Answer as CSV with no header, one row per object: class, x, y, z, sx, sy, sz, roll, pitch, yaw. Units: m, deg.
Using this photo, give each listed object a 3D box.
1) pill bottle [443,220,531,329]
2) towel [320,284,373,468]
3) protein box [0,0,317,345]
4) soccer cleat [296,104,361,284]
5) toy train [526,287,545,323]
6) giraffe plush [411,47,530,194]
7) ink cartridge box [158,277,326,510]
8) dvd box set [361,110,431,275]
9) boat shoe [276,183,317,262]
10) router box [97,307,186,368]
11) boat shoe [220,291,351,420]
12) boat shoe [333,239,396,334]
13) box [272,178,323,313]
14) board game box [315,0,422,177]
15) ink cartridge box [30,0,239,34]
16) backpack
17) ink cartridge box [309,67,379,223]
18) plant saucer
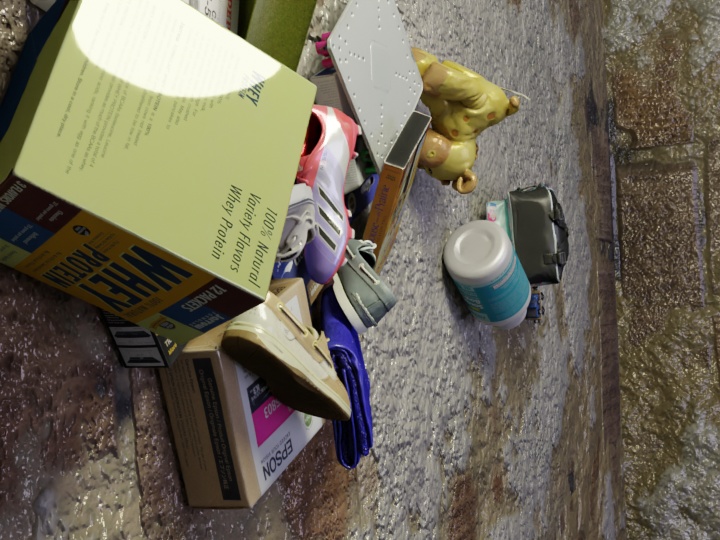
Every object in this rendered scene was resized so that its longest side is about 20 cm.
pill bottle,0.213,0.016,1.818,0.200,0.110,0.112,56,39,-49
towel,-0.014,0.113,1.273,0.200,0.049,0.150,-99,-177,-70
protein box,-0.165,-0.085,0.847,0.199,0.134,0.201,28,58,-28
soccer cleat,-0.047,-0.086,1.243,0.076,0.066,0.203,16,74,-33
toy train,0.337,0.005,2.193,0.046,0.034,0.203,-15,101,-62
giraffe plush,0.126,-0.207,1.608,0.173,0.198,0.164,-106,-142,-70
ink cartridge box,-0.111,0.117,1.119,0.200,0.074,0.167,-44,126,-61
dvd box set,0.036,-0.082,1.410,0.147,0.029,0.202,-62,170,-54
boat shoe,-0.077,-0.044,1.102,0.200,0.070,0.071,-34,109,-85
router box,-0.175,-0.035,1.014,0.201,0.052,0.159,-61,141,-50
boat shoe,-0.058,0.083,1.062,0.200,0.073,0.067,52,47,-52
boat shoe,0.000,0.000,1.309,0.073,0.061,0.201,54,9,-29
box,-0.084,-0.016,1.248,0.121,0.032,0.202,-59,141,-52
board game box,0.015,-0.254,1.402,0.201,0.026,0.201,-67,145,-42
ink cartridge box,-0.186,-0.267,0.975,0.200,0.082,0.149,23,66,-64
backpack,0.298,-0.060,1.966,0.200,0.149,0.180,-21,104,-71
ink cartridge box,0.009,-0.183,1.461,0.200,0.040,0.202,-50,132,-57
plant saucer,-0.095,-0.259,1.068,0.201,0.047,0.202,-111,-147,-50
